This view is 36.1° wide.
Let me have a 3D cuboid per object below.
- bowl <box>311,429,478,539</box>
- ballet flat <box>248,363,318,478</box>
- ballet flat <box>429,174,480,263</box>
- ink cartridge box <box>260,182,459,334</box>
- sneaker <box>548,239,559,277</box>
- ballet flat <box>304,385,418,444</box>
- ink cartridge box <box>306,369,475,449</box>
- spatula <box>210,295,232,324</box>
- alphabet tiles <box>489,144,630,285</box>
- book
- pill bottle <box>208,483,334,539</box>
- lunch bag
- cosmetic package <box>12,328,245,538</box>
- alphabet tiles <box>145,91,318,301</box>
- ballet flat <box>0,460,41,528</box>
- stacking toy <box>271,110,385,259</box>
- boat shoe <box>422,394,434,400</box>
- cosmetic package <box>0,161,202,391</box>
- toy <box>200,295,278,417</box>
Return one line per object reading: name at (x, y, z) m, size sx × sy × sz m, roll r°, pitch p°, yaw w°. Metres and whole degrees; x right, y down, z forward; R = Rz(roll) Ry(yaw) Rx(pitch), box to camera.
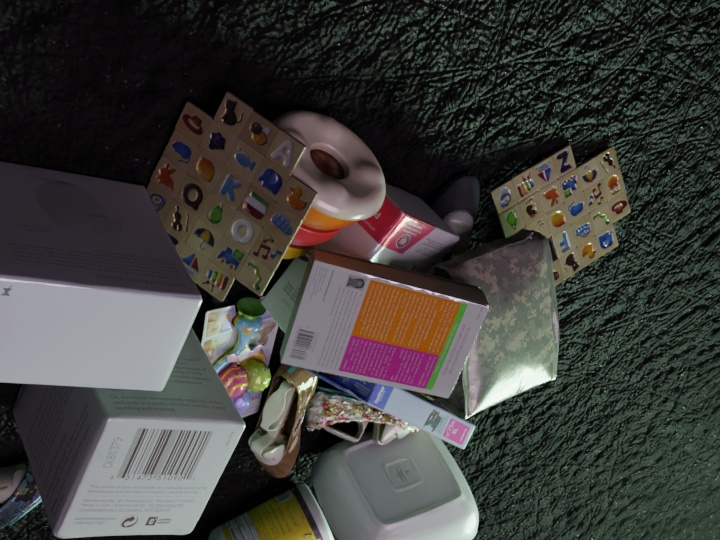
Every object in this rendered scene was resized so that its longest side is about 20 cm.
bowl at (0.050, 0.293, 1.497) m, size 0.199 × 0.200 × 0.075 m, roll -14°, pitch 141°, yaw -23°
ballet flat at (-0.106, 0.195, 1.412) m, size 0.072 × 0.068 × 0.201 m, roll -31°, pitch 148°, yaw -55°
ballet flat at (0.096, -0.024, 1.369) m, size 0.073 × 0.073 × 0.200 m, roll 22°, pitch 111°, yaw -41°
ink cartridge box at (0.000, 0.000, 1.295) m, size 0.200 × 0.084 × 0.145 m, roll -51°, pitch 150°, yaw 13°
sneaker at (0.216, 0.043, 1.511) m, size 0.100 × 0.075 × 0.200 m, roll -5°, pitch 128°, yaw -60°
ballet flat at (0.009, 0.200, 1.478) m, size 0.199 × 0.076 × 0.064 m, roll 13°, pitch 80°, yaw -22°
ink cartridge box at (0.035, 0.155, 1.368) m, size 0.200 × 0.119 × 0.042 m, roll 27°, pitch 88°, yaw -32°
spatula at (-0.169, 0.003, 1.260) m, size 0.056 × 0.021 × 0.201 m, roll -22°, pitch 134°, yaw -17°
alphabet tiles at (0.267, -0.075, 1.431) m, size 0.200 × 0.008 × 0.168 m, roll -31°, pitch 116°, yaw -21°
book at (0.024, 0.063, 1.219) m, size 0.199 × 0.048 × 0.134 m, roll 14°, pitch 114°, yaw -13°
pill bottle at (-0.141, 0.388, 1.525) m, size 0.199 × 0.111 × 0.112 m, roll -25°, pitch 134°, yaw -11°
lunch bag at (0.152, 0.054, 1.346) m, size 0.164 × 0.117 × 0.201 m, roll -18°, pitch 120°, yaw -33°
cosmetic package at (-0.258, 0.161, 1.205) m, size 0.164 × 0.200 × 0.165 m, roll 9°, pitch 119°, yaw -37°
alphabet tiles at (-0.139, -0.073, 1.135) m, size 0.200 × 0.166 × 0.006 m, roll -59°, pitch 170°, yaw 25°
ballet flat at (-0.435, 0.274, 1.287) m, size 0.200 × 0.074 × 0.074 m, roll -41°, pitch 136°, yaw -1°
stacking toy at (-0.079, -0.064, 1.214) m, size 0.146 × 0.147 × 0.200 m, roll 9°, pitch 139°, yaw -36°
boat shoe at (0.095, 0.097, 1.464) m, size 0.074 × 0.076 × 0.200 m, roll 9°, pitch 119°, yaw -33°
cosmetic package at (-0.288, 0.005, 1.060) m, size 0.199 × 0.200 × 0.123 m, roll 8°, pitch 120°, yaw -35°
toy at (-0.145, 0.125, 1.340) m, size 0.115 × 0.047 × 0.201 m, roll -15°, pitch 131°, yaw -37°
